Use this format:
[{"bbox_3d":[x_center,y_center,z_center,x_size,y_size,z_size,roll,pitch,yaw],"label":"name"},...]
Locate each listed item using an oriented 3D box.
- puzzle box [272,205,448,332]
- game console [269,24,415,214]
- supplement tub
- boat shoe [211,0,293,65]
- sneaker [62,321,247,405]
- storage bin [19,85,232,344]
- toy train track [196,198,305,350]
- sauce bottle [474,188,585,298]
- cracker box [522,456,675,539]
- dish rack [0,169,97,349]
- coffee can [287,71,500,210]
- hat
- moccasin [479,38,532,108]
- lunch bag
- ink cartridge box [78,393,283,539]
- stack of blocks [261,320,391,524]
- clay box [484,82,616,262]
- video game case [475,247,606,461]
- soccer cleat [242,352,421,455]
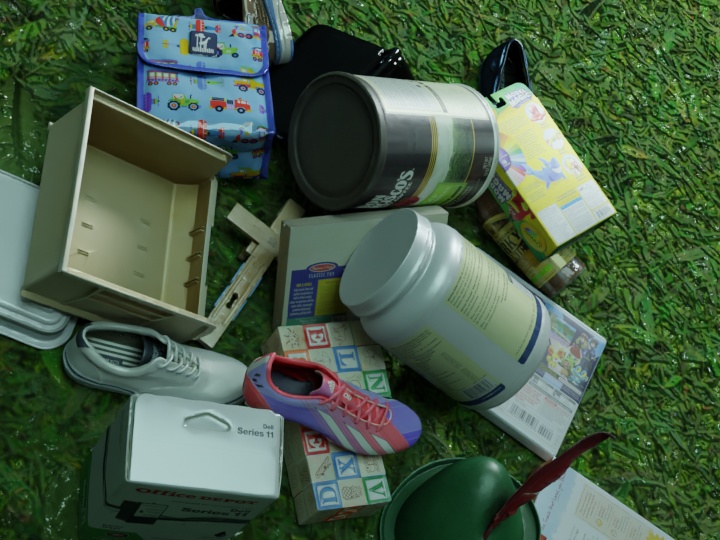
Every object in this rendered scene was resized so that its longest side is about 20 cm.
[{"bbox_3d":[0.000,0.000,1.457,0.198,0.134,0.025,-6,27,-28],"label":"puzzle box"},{"bbox_3d":[-0.029,-0.183,1.595,0.200,0.116,0.177,-50,121,-34],"label":"game console"},{"bbox_3d":[0.090,0.041,1.409,0.200,0.145,0.146,37,54,-23],"label":"supplement tub"},{"bbox_3d":[-0.141,-0.338,1.589,0.072,0.072,0.201,-12,66,-20],"label":"boat shoe"},{"bbox_3d":[-0.200,0.099,1.340,0.198,0.071,0.074,10,61,-20],"label":"sneaker"},{"bbox_3d":[-0.231,-0.047,1.353,0.198,0.093,0.202,23,58,-37],"label":"storage bin"},{"bbox_3d":[-0.124,0.005,1.451,0.114,0.032,0.201,39,61,-11],"label":"toy train track"},{"bbox_3d":[0.186,-0.057,1.605,0.200,0.065,0.065,48,56,6],"label":"sauce bottle"},{"bbox_3d":[0.256,0.318,1.450,0.199,0.058,0.134,35,55,-6],"label":"cracker box"},{"bbox_3d":[-0.365,-0.027,1.345,0.199,0.044,0.173,24,57,-14],"label":"dish rack"},{"bbox_3d":[0.039,-0.142,1.476,0.199,0.146,0.147,-4,66,-45],"label":"coffee can"},{"bbox_3d":[0.117,0.216,1.332,0.199,0.177,0.166,-35,61,-25],"label":"hat"},{"bbox_3d":[0.186,-0.204,1.674,0.080,0.068,0.202,2,65,-24],"label":"moccasin"},{"bbox_3d":[-0.178,-0.210,1.489,0.149,0.094,0.202,1,59,-11],"label":"lunch bag"},{"bbox_3d":[-0.171,0.193,1.228,0.145,0.200,0.084,10,61,-20],"label":"ink cartridge box"},{"bbox_3d":[-0.025,0.158,1.398,0.114,0.059,0.202,-2,66,-26],"label":"stack of blocks"},{"bbox_3d":[0.204,-0.121,1.578,0.114,0.048,0.201,-27,78,-34],"label":"clay box"},{"bbox_3d":[0.177,0.096,1.547,0.199,0.023,0.183,35,56,-4],"label":"video game case"},{"bbox_3d":[-0.023,0.134,1.329,0.198,0.076,0.067,20,58,-15],"label":"soccer cleat"}]
